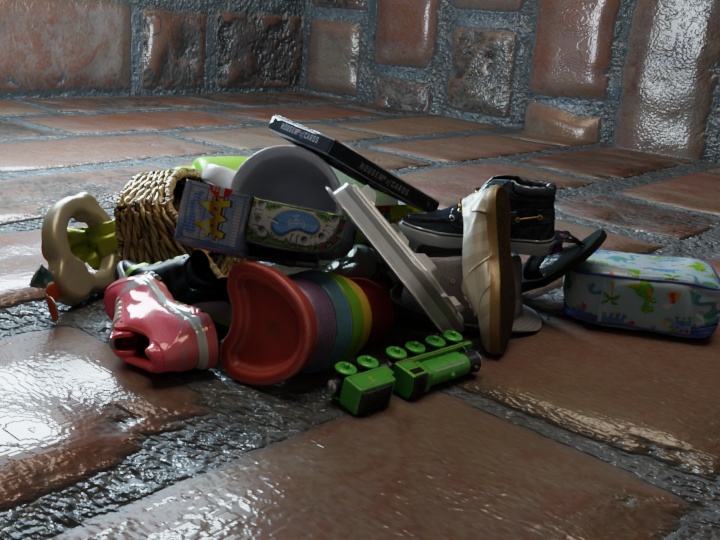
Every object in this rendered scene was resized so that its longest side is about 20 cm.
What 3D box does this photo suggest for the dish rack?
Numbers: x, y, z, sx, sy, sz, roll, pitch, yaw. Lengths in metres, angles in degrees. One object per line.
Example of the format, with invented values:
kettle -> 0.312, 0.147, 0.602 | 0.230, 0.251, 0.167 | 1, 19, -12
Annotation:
dish rack -> 0.048, -0.014, 1.000 | 0.200, 0.043, 0.172 | 53, 1, 33

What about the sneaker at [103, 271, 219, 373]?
sneaker -> -0.232, 0.054, 0.912 | 0.087, 0.074, 0.200 | -14, 24, -40

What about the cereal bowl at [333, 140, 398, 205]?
cereal bowl -> -0.040, -0.123, 1.421 | 0.199, 0.200, 0.083 | 20, 64, 40

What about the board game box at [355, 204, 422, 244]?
board game box -> 0.003, -0.059, 1.271 | 0.101, 0.048, 0.200 | -6, -2, -36

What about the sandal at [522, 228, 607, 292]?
sandal -> 0.240, -0.015, 1.145 | 0.075, 0.048, 0.200 | -47, 7, -31

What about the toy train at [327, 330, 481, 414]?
toy train -> 0.051, 0.103, 0.891 | 0.199, 0.042, 0.056 | -11, 33, -42

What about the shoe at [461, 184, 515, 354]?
shoe -> 0.148, 0.000, 1.025 | 0.053, 0.201, 0.070 | -6, -15, 26

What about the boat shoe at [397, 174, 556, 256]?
boat shoe -> 0.147, -0.077, 1.098 | 0.199, 0.091, 0.071 | 6, 18, 11

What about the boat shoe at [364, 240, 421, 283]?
boat shoe -> 0.000, 0.000, 1.178 | 0.199, 0.071, 0.064 | -10, 3, -34

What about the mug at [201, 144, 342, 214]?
mug -> -0.119, -0.094, 1.171 | 0.199, 0.148, 0.175 | 22, 0, -1

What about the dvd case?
dvd case -> -0.008, -0.137, 1.142 | 0.200, 0.025, 0.150 | 25, 3, -40

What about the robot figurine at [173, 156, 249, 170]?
robot figurine -> -0.211, -0.131, 1.453 | 0.199, 0.116, 0.175 | -3, 25, -26

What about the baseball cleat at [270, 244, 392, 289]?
baseball cleat -> -0.055, 0.031, 1.065 | 0.199, 0.107, 0.070 | -13, 40, 33

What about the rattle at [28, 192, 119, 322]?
rattle -> -0.385, -0.001, 1.067 | 0.142, 0.131, 0.201 | -2, 42, 14

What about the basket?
basket -> -0.222, -0.064, 1.165 | 0.148, 0.144, 0.200 | 1, 16, 9

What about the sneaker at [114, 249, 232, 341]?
sneaker -> -0.203, 0.014, 1.008 | 0.199, 0.083, 0.072 | 24, -2, 35

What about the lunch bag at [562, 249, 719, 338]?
lunch bag -> 0.372, 0.024, 1.160 | 0.199, 0.083, 0.161 | 6, 17, 8

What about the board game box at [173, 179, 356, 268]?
board game box -> -0.111, -0.042, 0.902 | 0.199, 0.062, 0.200 | 12, -1, 4

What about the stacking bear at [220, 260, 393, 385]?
stacking bear -> -0.038, 0.050, 0.930 | 0.113, 0.122, 0.200 | 13, 11, 33

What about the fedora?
fedora -> 0.139, 0.012, 1.121 | 0.199, 0.091, 0.177 | 6, 17, 4
